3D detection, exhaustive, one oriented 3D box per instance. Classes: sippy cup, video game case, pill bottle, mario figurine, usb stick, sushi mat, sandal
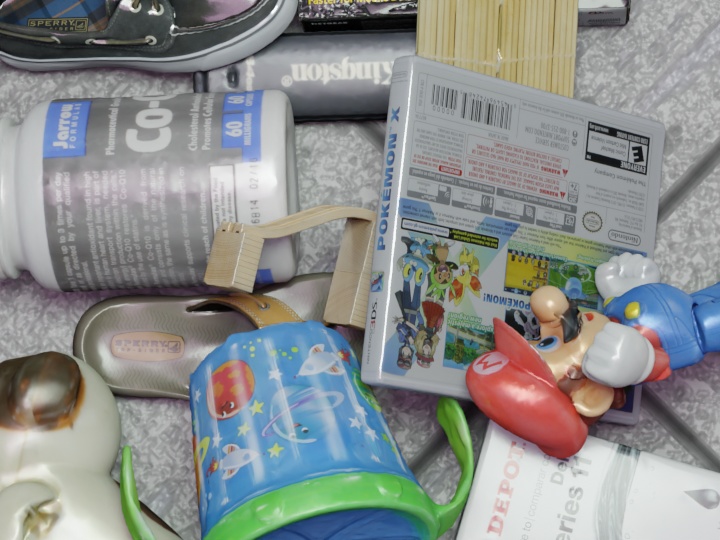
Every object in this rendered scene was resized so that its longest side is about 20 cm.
[{"bbox_3d":[-0.037,0.105,1.314,0.139,0.177,0.131,-38,54,34],"label":"sippy cup"},{"bbox_3d":[0.091,-0.013,1.349,0.199,0.022,0.184,11,81,-37],"label":"video game case"},{"bbox_3d":[-0.138,-0.045,1.380,0.198,0.114,0.115,-3,83,2],"label":"pill bottle"},{"bbox_3d":[0.147,0.024,1.299,0.199,0.124,0.106,-22,66,-16],"label":"mario figurine"},{"bbox_3d":[-0.001,-0.117,1.419,0.198,0.033,0.056,-1,102,4],"label":"usb stick"},{"bbox_3d":[0.079,-0.126,1.386,0.095,0.012,0.201,2,109,0],"label":"sushi mat"},{"bbox_3d":[-0.074,0.039,1.395,0.198,0.055,0.082,1,83,3],"label":"sandal"}]

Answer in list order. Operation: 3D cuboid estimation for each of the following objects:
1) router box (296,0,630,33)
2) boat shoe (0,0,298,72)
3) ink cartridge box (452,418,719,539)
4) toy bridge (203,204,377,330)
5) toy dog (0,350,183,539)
[{"bbox_3d":[0.061,-0.221,1.420,0.198,0.051,0.150,-2,83,4],"label":"router box"},{"bbox_3d":[-0.137,-0.156,1.401,0.199,0.057,0.069,-6,70,15],"label":"boat shoe"},{"bbox_3d":[0.149,0.176,1.352,0.199,0.083,0.148,15,83,6],"label":"ink cartridge box"},{"bbox_3d":[0.000,0.000,1.349,0.027,0.199,0.068,6,81,49],"label":"toy bridge"},{"bbox_3d":[-0.168,0.144,1.347,0.193,0.140,0.201,-24,79,4],"label":"toy dog"}]
